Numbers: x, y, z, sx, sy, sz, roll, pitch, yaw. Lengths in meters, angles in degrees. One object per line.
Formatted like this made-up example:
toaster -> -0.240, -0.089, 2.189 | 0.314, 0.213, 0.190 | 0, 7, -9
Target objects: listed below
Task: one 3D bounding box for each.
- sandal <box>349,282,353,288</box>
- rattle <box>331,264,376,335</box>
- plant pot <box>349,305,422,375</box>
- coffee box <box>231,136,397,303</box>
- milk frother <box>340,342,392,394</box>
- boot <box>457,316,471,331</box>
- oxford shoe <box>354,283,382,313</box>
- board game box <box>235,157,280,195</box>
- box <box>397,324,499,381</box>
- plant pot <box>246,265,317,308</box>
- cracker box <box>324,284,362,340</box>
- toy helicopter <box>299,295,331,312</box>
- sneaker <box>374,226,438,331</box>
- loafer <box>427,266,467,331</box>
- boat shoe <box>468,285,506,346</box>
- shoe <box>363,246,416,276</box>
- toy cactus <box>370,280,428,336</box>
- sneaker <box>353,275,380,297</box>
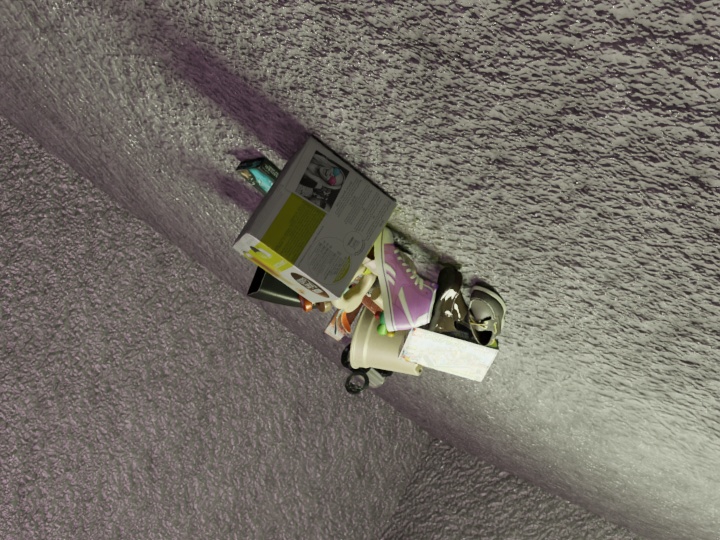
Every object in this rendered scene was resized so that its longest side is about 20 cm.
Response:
sandal -> -0.034, 0.013, 1.664 | 0.054, 0.083, 0.199 | 14, 166, -22
rattle -> -0.051, 0.029, 1.447 | 0.141, 0.130, 0.202 | 32, 139, 13
plant pot -> 0.092, 0.191, 1.761 | 0.180, 0.204, 0.201 | 15, 161, 17
coffee box -> -0.087, -0.079, 1.177 | 0.196, 0.202, 0.199 | 35, 166, -13
milk frother -> 0.019, 0.422, 2.608 | 0.179, 0.202, 0.188 | 11, 156, 46
boot -> 0.213, 0.168, 1.564 | 0.072, 0.091, 0.200 | 31, 166, 2
oxford shoe -> 0.055, 0.083, 1.655 | 0.199, 0.072, 0.074 | 34, 171, -24
board game box -> -0.168, -0.166, 1.416 | 0.199, 0.028, 0.134 | 41, 163, -29
box -> 0.191, 0.172, 1.428 | 0.196, 0.035, 0.111 | 15, 130, -5
plant pot -> -0.159, 0.000, 1.644 | 0.175, 0.203, 0.200 | 25, 168, -16
cracker box -> -0.041, 0.122, 1.875 | 0.057, 0.135, 0.200 | 31, 166, 0
toy helicopter -> -0.106, -0.002, 1.496 | 0.132, 0.078, 0.204 | 179, 75, -71
sneaker -> 0.092, 0.009, 1.263 | 0.112, 0.205, 0.073 | -10, -176, 15
loafer -> 0.182, 0.060, 1.303 | 0.070, 0.074, 0.201 | 9, 150, 2
boat shoe -> 0.250, 0.095, 1.307 | 0.071, 0.061, 0.202 | 24, 163, 27
shoe -> 0.025, -0.037, 1.336 | 0.198, 0.071, 0.053 | 31, 174, 18
toy cactus -> 0.092, 0.075, 1.435 | 0.198, 0.104, 0.164 | -23, 139, 40
sneaker -> 0.000, 0.000, 1.501 | 0.198, 0.079, 0.082 | 22, 161, 36
